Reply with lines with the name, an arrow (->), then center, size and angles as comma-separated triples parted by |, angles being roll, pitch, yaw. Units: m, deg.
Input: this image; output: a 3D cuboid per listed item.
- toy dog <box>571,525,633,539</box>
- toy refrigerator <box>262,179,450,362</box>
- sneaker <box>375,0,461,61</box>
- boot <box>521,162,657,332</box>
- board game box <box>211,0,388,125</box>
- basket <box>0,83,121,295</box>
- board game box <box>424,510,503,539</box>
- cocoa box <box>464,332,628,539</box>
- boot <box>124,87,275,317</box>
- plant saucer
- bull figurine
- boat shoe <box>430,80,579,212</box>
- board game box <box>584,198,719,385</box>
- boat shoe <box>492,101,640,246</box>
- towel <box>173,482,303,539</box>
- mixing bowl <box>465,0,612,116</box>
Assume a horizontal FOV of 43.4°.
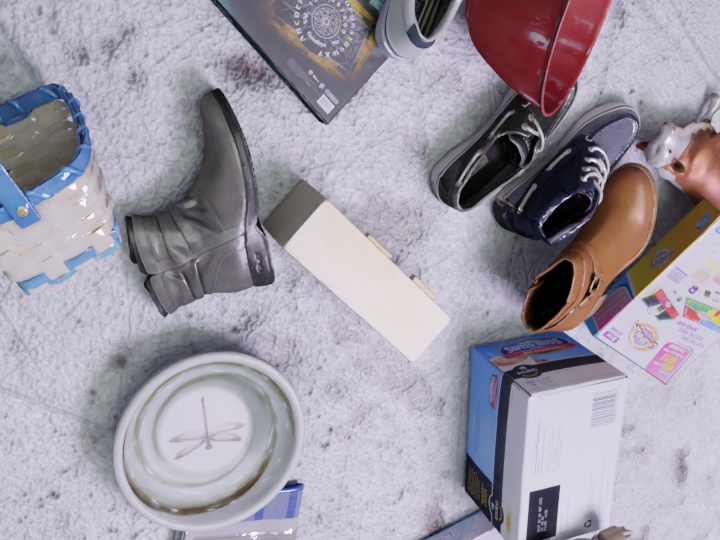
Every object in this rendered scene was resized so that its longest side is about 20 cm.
toy dog -> 0.261, 0.360, 1.042 | 0.130, 0.098, 0.200 | -22, 158, 14
toy refrigerator -> 0.000, 0.000, 0.918 | 0.070, 0.076, 0.200 | -47, 119, -1
sneaker -> 0.079, -0.287, 0.830 | 0.072, 0.070, 0.203 | 21, 85, -33
boot -> 0.244, -0.023, 0.982 | 0.154, 0.076, 0.202 | -7, 129, -56
board game box -> -0.052, -0.253, 0.827 | 0.135, 0.028, 0.200 | -46, 120, -4
basket -> -0.280, -0.092, 0.708 | 0.138, 0.177, 0.202 | -26, 128, -8
board game box -> 0.158, 0.403, 1.153 | 0.198, 0.043, 0.201 | -22, 117, -15
cocoa box -> 0.208, 0.193, 1.045 | 0.131, 0.131, 0.203 | -8, 112, -20
boot -> -0.159, -0.057, 0.838 | 0.129, 0.068, 0.203 | -14, 113, -11
plant saucer -> -0.157, 0.168, 0.928 | 0.197, 0.050, 0.203 | -8, 112, -21
bull figurine -> 0.407, -0.124, 1.050 | 0.122, 0.065, 0.200 | -47, 120, 1
boat shoe -> 0.162, -0.135, 0.943 | 0.200, 0.064, 0.071 | -45, 119, -2
board game box -> 0.387, 0.031, 1.080 | 0.152, 0.041, 0.200 | 31, 114, -29
boat shoe -> 0.244, -0.101, 0.973 | 0.200, 0.093, 0.075 | -41, 119, -4
towel -> -0.142, 0.332, 1.011 | 0.145, 0.024, 0.203 | 3, 107, -25
mixing bowl -> 0.166, -0.259, 0.849 | 0.201, 0.107, 0.201 | -55, 160, -31
